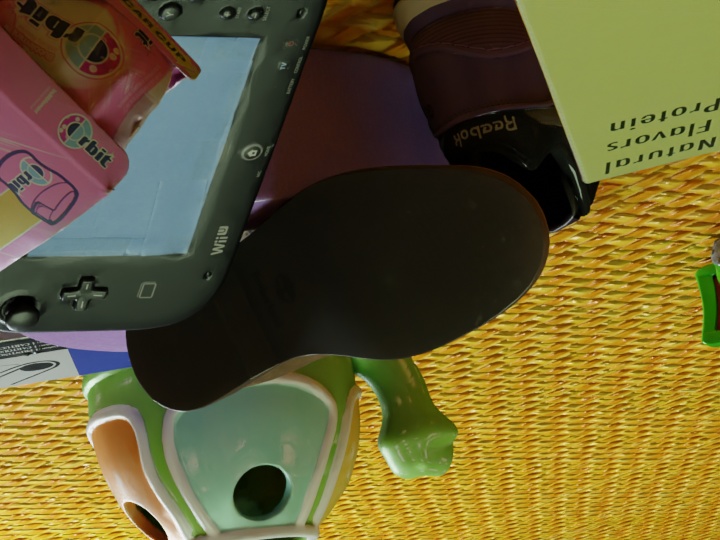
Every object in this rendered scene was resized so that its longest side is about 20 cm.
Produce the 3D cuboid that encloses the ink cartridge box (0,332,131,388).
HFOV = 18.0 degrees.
[{"bbox_3d":[-0.153,0.023,1.109,0.199,0.044,0.094,-10,165,-4],"label":"ink cartridge box"}]

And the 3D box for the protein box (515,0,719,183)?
[{"bbox_3d":[0.128,-0.135,0.595,0.198,0.135,0.200,-14,163,8],"label":"protein box"}]

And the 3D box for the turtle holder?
[{"bbox_3d":[-0.057,0.087,1.227,0.185,0.132,0.141,6,156,-44],"label":"turtle holder"}]

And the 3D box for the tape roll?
[{"bbox_3d":[-0.058,-0.025,0.973,0.199,0.066,0.200,-10,164,-3],"label":"tape roll"}]

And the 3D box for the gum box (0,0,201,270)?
[{"bbox_3d":[-0.150,-0.052,0.724,0.113,0.066,0.200,44,140,-15],"label":"gum box"}]

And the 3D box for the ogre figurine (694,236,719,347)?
[{"bbox_3d":[0.242,0.040,1.280,0.200,0.120,0.098,4,154,-45],"label":"ogre figurine"}]

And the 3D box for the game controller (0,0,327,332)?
[{"bbox_3d":[-0.080,-0.048,0.805,0.104,0.042,0.200,6,136,-18],"label":"game controller"}]

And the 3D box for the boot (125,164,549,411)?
[{"bbox_3d":[0.000,0.000,0.892,0.200,0.074,0.075,-19,180,38],"label":"boot"}]

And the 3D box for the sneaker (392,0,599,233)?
[{"bbox_3d":[0.067,-0.049,0.927,0.075,0.088,0.200,-16,163,19],"label":"sneaker"}]
